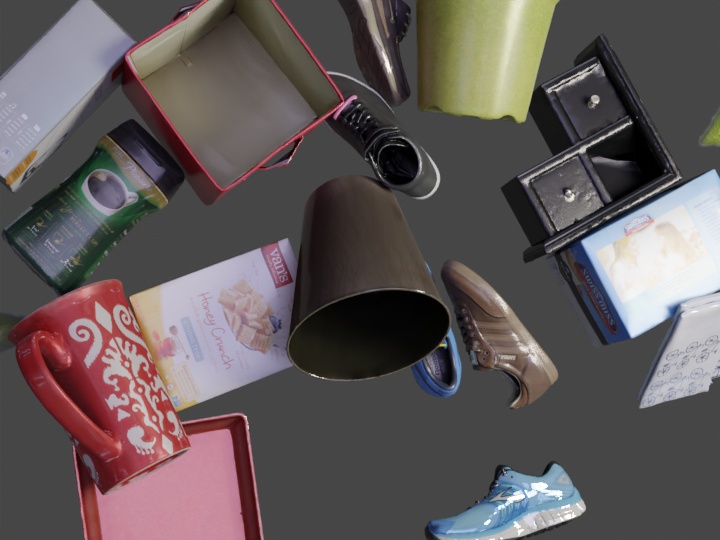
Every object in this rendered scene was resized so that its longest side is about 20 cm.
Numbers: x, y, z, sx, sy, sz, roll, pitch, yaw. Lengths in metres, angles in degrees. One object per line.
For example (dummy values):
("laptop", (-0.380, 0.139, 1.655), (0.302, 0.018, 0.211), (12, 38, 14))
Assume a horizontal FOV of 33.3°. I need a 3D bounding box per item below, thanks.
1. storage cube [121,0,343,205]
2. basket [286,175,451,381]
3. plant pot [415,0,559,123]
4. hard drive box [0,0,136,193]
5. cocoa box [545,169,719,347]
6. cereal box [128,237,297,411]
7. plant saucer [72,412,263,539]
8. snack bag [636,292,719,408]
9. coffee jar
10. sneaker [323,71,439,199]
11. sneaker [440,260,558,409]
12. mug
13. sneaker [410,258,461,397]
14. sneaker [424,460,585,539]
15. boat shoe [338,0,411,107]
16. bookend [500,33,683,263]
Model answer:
("storage cube", (-0.148, -0.193, 1.337), (0.171, 0.180, 0.201), (-38, 96, -11))
("basket", (0.000, 0.000, 1.340), (0.179, 0.201, 0.136), (-16, 135, 9))
("plant pot", (0.141, -0.271, 1.410), (0.199, 0.200, 0.186), (4, 98, -12))
("hard drive box", (-0.340, -0.188, 1.307), (0.077, 0.156, 0.200), (43, 81, -7))
("cocoa box", (0.354, -0.013, 1.456), (0.199, 0.131, 0.134), (-28, 88, -12))
("cereal box", (-0.152, 0.062, 1.394), (0.199, 0.040, 0.145), (-22, 92, -12))
("plant saucer", (-0.216, 0.275, 1.373), (0.198, 0.037, 0.201), (-8, 89, -12))
("snack bag", (0.442, 0.085, 1.461), (0.199, 0.189, 0.021), (-13, 50, -20))
("coffee jar", (-0.295, -0.071, 1.346), (0.200, 0.085, 0.104), (-44, 93, -10))
("sneaker", (0.012, -0.164, 1.397), (0.200, 0.099, 0.071), (45, 96, 6))
("sneaker", (0.153, 0.079, 1.445), (0.075, 0.070, 0.200), (-43, 96, -10))
("mug", (-0.289, 0.135, 1.285), (0.177, 0.133, 0.201), (-22, 80, -48))
("sneaker", (0.074, 0.053, 1.426), (0.065, 0.078, 0.202), (-19, 90, -10))
("sneaker", (0.166, 0.284, 1.449), (0.198, 0.078, 0.091), (-13, 71, -16))
("boat shoe", (0.027, -0.297, 1.433), (0.073, 0.074, 0.201), (-22, 98, -18))
("bookend", (0.249, -0.146, 1.458), (0.198, 0.092, 0.201), (-27, 88, -10))
